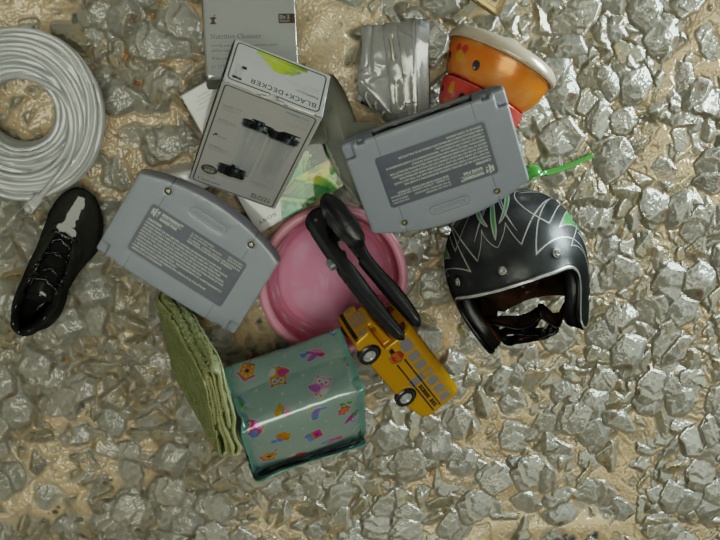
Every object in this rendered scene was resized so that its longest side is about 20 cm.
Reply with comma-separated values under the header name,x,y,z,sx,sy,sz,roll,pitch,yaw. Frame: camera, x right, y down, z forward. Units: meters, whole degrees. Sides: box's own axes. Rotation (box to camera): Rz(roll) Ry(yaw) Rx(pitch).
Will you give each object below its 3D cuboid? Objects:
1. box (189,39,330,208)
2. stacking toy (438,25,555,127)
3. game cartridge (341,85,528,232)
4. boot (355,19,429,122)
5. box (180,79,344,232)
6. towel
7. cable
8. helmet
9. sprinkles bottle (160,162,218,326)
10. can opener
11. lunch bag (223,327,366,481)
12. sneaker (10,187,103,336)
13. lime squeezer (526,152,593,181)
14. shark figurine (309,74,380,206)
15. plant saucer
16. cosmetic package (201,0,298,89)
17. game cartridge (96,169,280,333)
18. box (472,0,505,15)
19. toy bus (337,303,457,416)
name,x,y,z,sx,sy,sz,roll,pitch,yaw
box,-0.119,-0.161,1.079,0.115,0.200,0.061,18,59,-11
stacking toy,0.137,-0.183,1.157,0.144,0.146,0.202,25,94,-14
game cartridge,0.090,-0.122,1.110,0.197,0.042,0.135,-18,119,8
boot,0.041,-0.211,1.194,0.094,0.074,0.204,0,103,5
box,-0.117,-0.168,1.191,0.143,0.036,0.202,-29,109,0
towel,-0.199,0.124,1.165,0.036,0.200,0.150,-20,127,-22
cable,-0.404,-0.188,1.129,0.199,0.069,0.201,-35,106,1
helmet,0.196,-0.008,1.191,0.198,0.201,0.192,-28,121,0
sprinkles bottle,-0.202,-0.033,1.198,0.067,0.068,0.203,-13,106,-4
can opener,0.000,0.000,1.160,0.063,0.079,0.202,-33,85,2
lunch bag,-0.080,0.190,1.228,0.168,0.123,0.201,-17,144,-12
sneaker,-0.377,-0.005,1.170,0.075,0.091,0.203,22,100,-11
lime squeezer,0.212,-0.143,1.252,0.197,0.038,0.072,12,72,-10
shark figurine,0.008,-0.137,1.161,0.089,0.128,0.217,-21,106,27
plant saucer,-0.038,0.009,1.243,0.197,0.051,0.204,-2,105,-7
cosmetic package,-0.132,-0.319,1.101,0.111,0.081,0.204,-5,92,-9
game cartridge,-0.203,-0.029,1.146,0.199,0.042,0.134,33,100,-9
box,0.131,-0.440,1.160,0.198,0.021,0.165,30,99,-14
toy bus,0.050,0.113,1.235,0.078,0.065,0.200,-37,132,2
